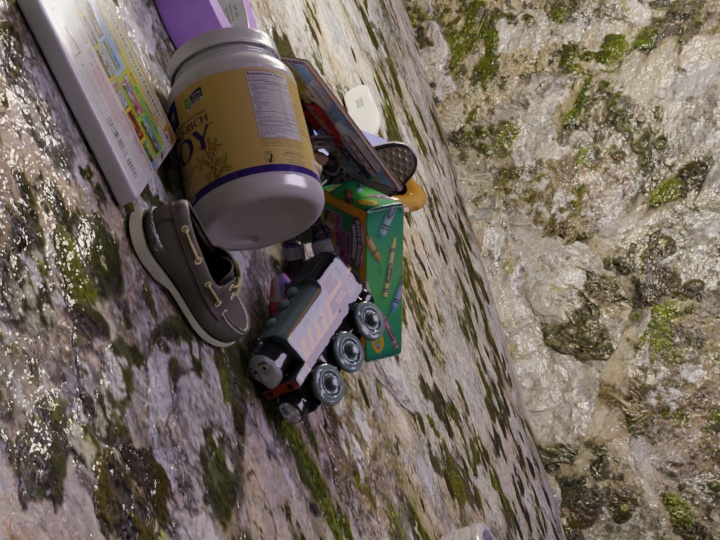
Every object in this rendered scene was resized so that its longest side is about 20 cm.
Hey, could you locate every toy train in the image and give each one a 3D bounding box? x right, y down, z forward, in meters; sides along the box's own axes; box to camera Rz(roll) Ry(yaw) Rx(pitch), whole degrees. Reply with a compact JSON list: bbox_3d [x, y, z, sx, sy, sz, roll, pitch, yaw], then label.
[{"bbox_3d":[-0.052,0.073,1.395,0.114,0.085,0.201,49,46,-16],"label":"toy train"}]

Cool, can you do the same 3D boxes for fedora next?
[{"bbox_3d":[0.006,-0.116,1.979,0.201,0.198,0.083,-79,-171,-67],"label":"fedora"}]

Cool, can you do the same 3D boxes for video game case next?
[{"bbox_3d":[-0.241,-0.182,1.186,0.182,0.023,0.202,-79,147,-67],"label":"video game case"}]

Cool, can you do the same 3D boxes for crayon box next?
[{"bbox_3d":[0.000,0.000,1.609,0.118,0.058,0.203,29,-56,53],"label":"crayon box"}]

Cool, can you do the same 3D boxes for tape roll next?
[{"bbox_3d":[-0.193,-0.335,1.542,0.200,0.065,0.203,-19,91,-78],"label":"tape roll"}]

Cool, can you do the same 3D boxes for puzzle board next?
[{"bbox_3d":[-0.040,-0.179,1.523,0.201,0.017,0.150,51,-11,-27],"label":"puzzle board"}]

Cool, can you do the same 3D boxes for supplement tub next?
[{"bbox_3d":[-0.126,-0.139,1.339,0.145,0.143,0.203,43,29,-65],"label":"supplement tub"}]

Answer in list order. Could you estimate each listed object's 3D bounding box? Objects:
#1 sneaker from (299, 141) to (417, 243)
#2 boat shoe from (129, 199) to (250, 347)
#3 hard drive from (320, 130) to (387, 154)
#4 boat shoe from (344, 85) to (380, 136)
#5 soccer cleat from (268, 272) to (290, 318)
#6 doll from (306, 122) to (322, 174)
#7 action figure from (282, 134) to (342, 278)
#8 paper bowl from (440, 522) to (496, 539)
[{"bbox_3d":[-0.013,-0.128,1.714,0.077,0.201,0.147,56,14,-17],"label":"sneaker"},{"bbox_3d":[-0.149,0.006,1.212,0.202,0.059,0.073,57,18,-48],"label":"boat shoe"},{"bbox_3d":[-0.024,-0.186,1.961,0.201,0.130,0.026,-79,-169,-67],"label":"hard drive"},{"bbox_3d":[0.006,-0.273,2.356,0.201,0.071,0.069,-108,171,-57],"label":"boat shoe"},{"bbox_3d":[-0.055,0.068,1.534,0.200,0.066,0.078,42,32,-60],"label":"soccer cleat"},{"bbox_3d":[-0.105,-0.178,1.587,0.049,0.135,0.201,-57,161,-17],"label":"doll"},{"bbox_3d":[-0.080,-0.092,1.541,0.070,0.128,0.203,-95,176,-66],"label":"action figure"},{"bbox_3d":[0.157,0.465,1.768,0.201,0.103,0.204,-20,90,-77],"label":"paper bowl"}]
